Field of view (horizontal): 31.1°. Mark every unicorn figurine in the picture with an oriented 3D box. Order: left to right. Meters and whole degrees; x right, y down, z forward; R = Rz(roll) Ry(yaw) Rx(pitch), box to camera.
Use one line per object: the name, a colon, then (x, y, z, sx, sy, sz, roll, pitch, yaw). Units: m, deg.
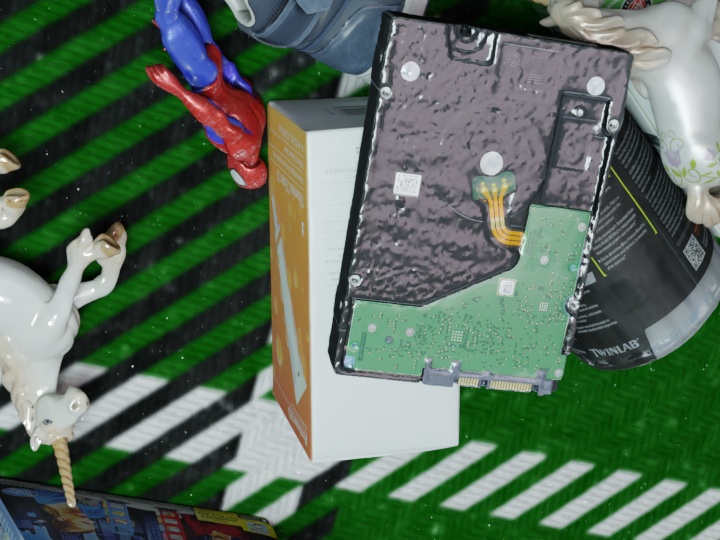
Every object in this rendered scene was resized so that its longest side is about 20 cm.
unicorn figurine: (-0.206, 0.020, 0.785, 0.199, 0.074, 0.138, 39, 104, -8)
unicorn figurine: (0.187, -0.118, 0.765, 0.137, 0.074, 0.201, -27, 88, -30)

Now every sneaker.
sneaker: (-0.011, -0.223, 0.757, 0.145, 0.077, 0.204, 12, 102, -36)

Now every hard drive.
hard drive: (0.063, -0.034, 0.722, 0.138, 0.038, 0.202, 6, 106, -10)

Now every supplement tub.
supplement tub: (0.141, -0.043, 0.841, 0.122, 0.123, 0.200, -40, 112, -2)

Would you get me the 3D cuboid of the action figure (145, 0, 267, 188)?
action figure: (-0.100, -0.130, 0.775, 0.051, 0.066, 0.201, -17, 125, 14)

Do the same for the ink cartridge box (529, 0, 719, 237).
ink cartridge box: (0.229, -0.144, 0.859, 0.146, 0.083, 0.201, -39, 110, -3)

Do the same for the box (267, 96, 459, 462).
box: (0.000, 0.000, 0.811, 0.096, 0.124, 0.202, -4, 105, -14)

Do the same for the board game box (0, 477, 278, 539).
board game box: (-0.135, 0.204, 0.787, 0.198, 0.200, 0.062, 13, 100, -18)
